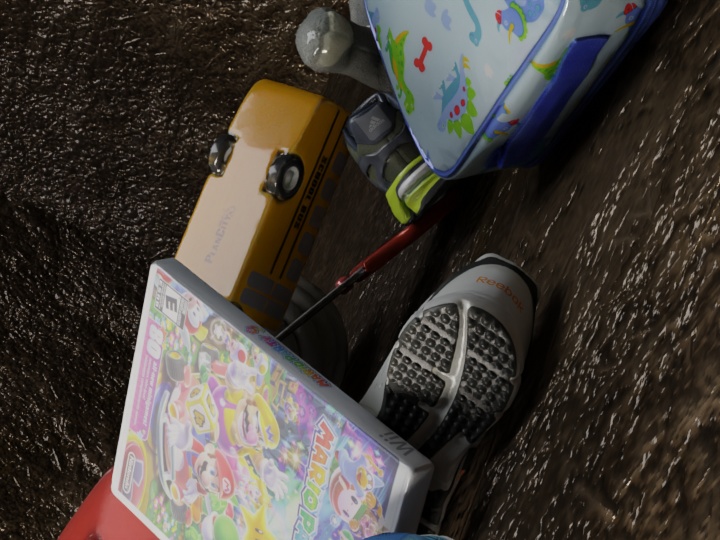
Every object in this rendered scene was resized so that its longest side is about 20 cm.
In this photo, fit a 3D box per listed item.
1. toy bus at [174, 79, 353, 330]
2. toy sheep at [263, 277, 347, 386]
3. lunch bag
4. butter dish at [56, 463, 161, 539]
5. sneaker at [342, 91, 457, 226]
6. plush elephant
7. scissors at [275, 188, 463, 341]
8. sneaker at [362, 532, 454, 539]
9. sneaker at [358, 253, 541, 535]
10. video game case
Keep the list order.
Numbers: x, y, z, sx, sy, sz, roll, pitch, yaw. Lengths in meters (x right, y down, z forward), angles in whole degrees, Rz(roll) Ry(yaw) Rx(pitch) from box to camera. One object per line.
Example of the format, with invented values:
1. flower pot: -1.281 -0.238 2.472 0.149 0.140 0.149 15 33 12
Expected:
1. toy bus: -0.074 -0.029 1.103 0.078 0.065 0.202 27 -96 -57
2. toy sheep: -0.076 0.063 1.219 0.139 0.137 0.200 -64 -6 11
3. lunch bag: 0.076 -0.151 0.843 0.162 0.082 0.200 69 153 23
4. butter dish: -0.105 0.245 0.916 0.201 0.147 0.200 -54 49 22
5. sneaker: 0.030 -0.086 1.099 0.074 0.081 0.200 -40 3 1
6. plush elephant: 0.067 -0.184 1.014 0.154 0.199 0.166 -34 39 33
7. scissors: 0.000 0.000 1.049 0.073 0.014 0.200 -34 2 45
8. sneaker: 0.001 0.147 0.607 0.200 0.089 0.079 -89 24 -75
9. sneaker: 0.031 0.075 0.774 0.201 0.073 0.080 -56 -2 36
10. video game case: -0.052 0.103 0.786 0.018 0.199 0.145 -11 -55 -43
